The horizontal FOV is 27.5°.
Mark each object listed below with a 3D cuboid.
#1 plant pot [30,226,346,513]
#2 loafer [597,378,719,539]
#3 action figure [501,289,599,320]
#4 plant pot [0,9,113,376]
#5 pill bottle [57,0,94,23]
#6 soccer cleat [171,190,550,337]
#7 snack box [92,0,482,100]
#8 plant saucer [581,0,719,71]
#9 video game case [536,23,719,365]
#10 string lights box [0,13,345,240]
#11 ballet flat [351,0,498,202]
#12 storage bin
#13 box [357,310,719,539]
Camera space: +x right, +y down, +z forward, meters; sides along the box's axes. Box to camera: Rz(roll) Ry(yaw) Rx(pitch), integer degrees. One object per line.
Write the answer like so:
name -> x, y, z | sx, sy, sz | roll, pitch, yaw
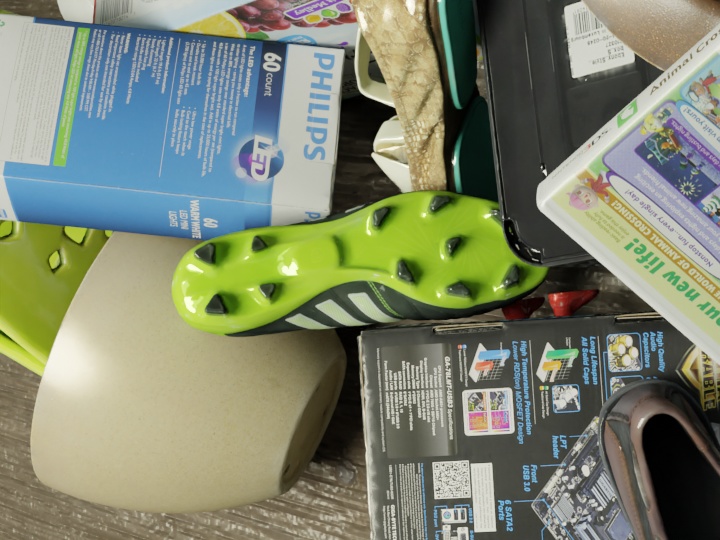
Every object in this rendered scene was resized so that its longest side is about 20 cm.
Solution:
plant pot -> -0.087, 0.065, 0.884 | 0.134, 0.200, 0.201 | 23, 107, 12
loafer -> 0.166, 0.144, 0.663 | 0.072, 0.063, 0.201 | -28, 86, 3
action figure -> 0.118, 0.112, 0.778 | 0.065, 0.051, 0.201 | -10, 86, 46
plant pot -> -0.222, -0.053, 0.966 | 0.198, 0.200, 0.182 | 21, 70, 40
pill bottle -> -0.103, -0.225, 0.931 | 0.200, 0.113, 0.114 | -46, 62, 32
soccer cleat -> 0.000, 0.000, 0.780 | 0.199, 0.081, 0.068 | -6, 79, -2
snack box -> -0.040, -0.145, 0.853 | 0.199, 0.142, 0.053 | -10, 73, 41
plant saucer -> 0.177, -0.178, 0.645 | 0.032, 0.199, 0.202 | 143, 122, -80
video game case -> 0.208, -0.026, 0.626 | 0.200, 0.022, 0.182 | 39, 121, -16
string lights box -> -0.111, -0.076, 0.813 | 0.059, 0.199, 0.103 | 101, 175, -66
ballet flat -> 0.034, -0.086, 0.784 | 0.065, 0.071, 0.201 | 7, 133, 23
storage bin -> 0.141, -0.107, 0.729 | 0.135, 0.093, 0.201 | -10, 84, 41
box -> 0.103, 0.122, 0.724 | 0.197, 0.050, 0.202 | -4, 88, 4
